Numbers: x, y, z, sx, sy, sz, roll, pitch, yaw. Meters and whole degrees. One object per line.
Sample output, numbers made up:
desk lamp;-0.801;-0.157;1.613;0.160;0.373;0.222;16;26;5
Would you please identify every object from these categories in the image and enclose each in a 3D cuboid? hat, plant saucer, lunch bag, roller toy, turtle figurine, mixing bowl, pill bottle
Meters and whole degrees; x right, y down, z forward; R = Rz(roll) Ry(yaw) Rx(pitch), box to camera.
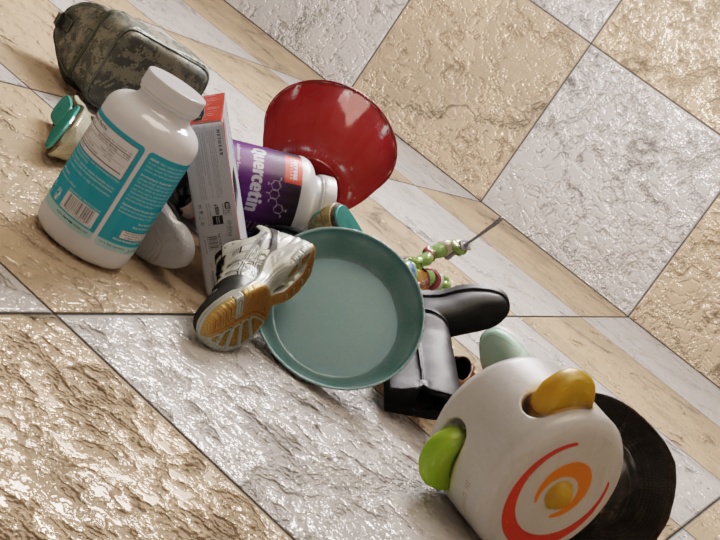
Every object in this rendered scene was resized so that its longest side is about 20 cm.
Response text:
hat;0.252;0.233;1.578;0.081;0.202;0.201;9;28;-47
plant saucer;-0.026;0.048;1.600;0.199;0.200;0.036;36;-27;5
lunch bag;-0.344;-0.307;2.078;0.199;0.140;0.168;23;18;-48
roller toy;0.178;0.196;1.471;0.183;0.200;0.140;49;0;-44
turtle figurine;0.114;0.035;1.941;0.194;0.198;0.145;68;9;-77
mixing bowl;-0.057;-0.150;1.941;0.199;0.200;0.109;33;44;-9
pill bottle;-0.135;-0.106;1.835;0.198;0.113;0.113;11;20;-18
pill bottle;-0.242;-0.110;1.465;0.110;0.201;0.111;33;12;-8

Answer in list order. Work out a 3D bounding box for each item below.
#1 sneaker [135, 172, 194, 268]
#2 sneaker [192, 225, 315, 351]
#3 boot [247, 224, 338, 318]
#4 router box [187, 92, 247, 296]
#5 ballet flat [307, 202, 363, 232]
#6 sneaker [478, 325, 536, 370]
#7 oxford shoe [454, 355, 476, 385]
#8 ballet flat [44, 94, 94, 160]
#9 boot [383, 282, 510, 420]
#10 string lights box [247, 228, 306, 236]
sneaker;-0.225;-0.074;1.610;0.113;0.076;0.200;-9;38;-45
sneaker;-0.133;0.016;1.518;0.087;0.076;0.200;27;35;17
boot;-0.086;0.011;1.718;0.199;0.077;0.168;26;18;17
router box;-0.169;-0.094;1.650;0.048;0.202;0.180;-8;18;-2
ballet flat;0.000;0.000;1.827;0.201;0.070;0.071;54;6;-19
sneaker;0.179;0.155;1.777;0.118;0.073;0.202;15;51;-52
oxford shoe;0.129;0.144;1.824;0.071;0.072;0.200;36;10;14
ballet flat;-0.349;-0.172;1.742;0.062;0.067;0.200;41;10;-21
boot;0.107;0.097;1.704;0.163;0.066;0.201;-5;30;3
string lights box;-0.158;-0.098;1.985;0.200;0.059;0.103;41;14;23
